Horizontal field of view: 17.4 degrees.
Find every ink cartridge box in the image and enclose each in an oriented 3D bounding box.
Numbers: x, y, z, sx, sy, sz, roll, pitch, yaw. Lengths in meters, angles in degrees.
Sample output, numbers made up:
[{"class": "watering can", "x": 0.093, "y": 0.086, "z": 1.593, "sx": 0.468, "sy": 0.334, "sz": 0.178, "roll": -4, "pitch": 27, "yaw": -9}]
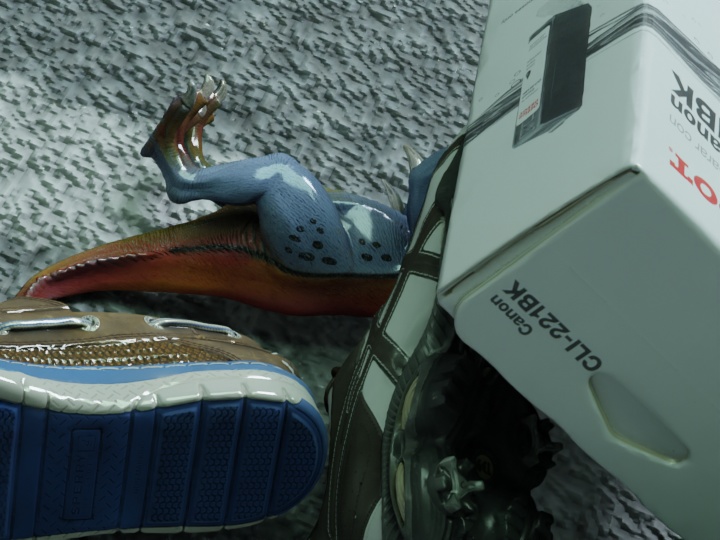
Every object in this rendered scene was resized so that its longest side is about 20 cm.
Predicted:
[{"class": "ink cartridge box", "x": 0.110, "y": -0.024, "z": 0.778, "sx": 0.144, "sy": 0.084, "sz": 0.201, "roll": 42, "pitch": 33, "yaw": -21}]

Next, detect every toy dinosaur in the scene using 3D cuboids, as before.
[{"class": "toy dinosaur", "x": 0.000, "y": 0.000, "z": 0.899, "sx": 0.181, "sy": 0.105, "sz": 0.200, "roll": 40, "pitch": 80, "yaw": 2}]

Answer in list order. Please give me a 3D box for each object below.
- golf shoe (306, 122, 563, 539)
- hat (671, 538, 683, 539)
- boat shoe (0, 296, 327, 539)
[{"class": "golf shoe", "x": 0.026, "y": 0.022, "z": 0.809, "sx": 0.078, "sy": 0.094, "sz": 0.201, "roll": 39, "pitch": 49, "yaw": -25}, {"class": "hat", "x": 0.125, "y": 0.186, "z": 0.738, "sx": 0.164, "sy": 0.178, "sz": 0.200, "roll": -5, "pitch": 3, "yaw": -1}, {"class": "boat shoe", "x": -0.114, "y": 0.048, "z": 0.769, "sx": 0.199, "sy": 0.073, "sz": 0.072, "roll": 5, "pitch": 25, "yaw": -20}]
